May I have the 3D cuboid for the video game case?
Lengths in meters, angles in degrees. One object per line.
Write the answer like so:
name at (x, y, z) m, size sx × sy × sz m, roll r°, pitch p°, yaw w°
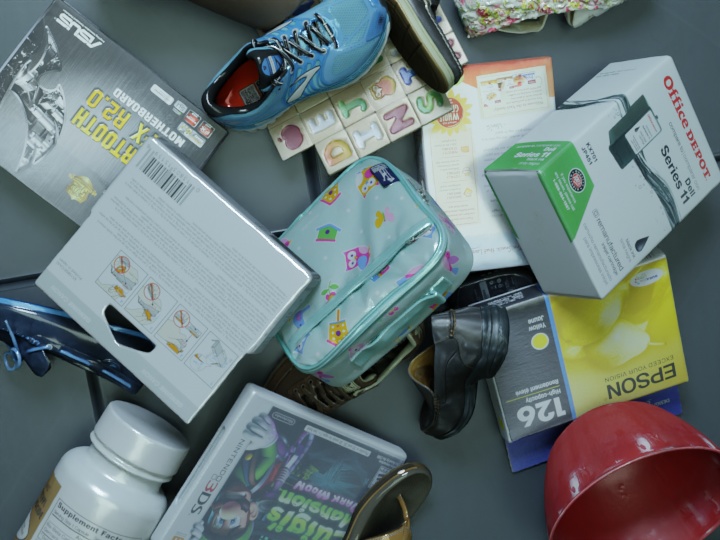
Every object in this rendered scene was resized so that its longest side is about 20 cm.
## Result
video game case at (-0.075, 0.221, 1.078) m, size 0.200 × 0.023 × 0.182 m, roll 28°, pitch 98°, yaw -33°

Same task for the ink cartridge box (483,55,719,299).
ink cartridge box at (0.233, -0.090, 1.040) m, size 0.200 × 0.083 × 0.147 m, roll -41°, pitch 113°, yaw -24°

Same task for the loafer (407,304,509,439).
loafer at (0.080, 0.096, 1.057) m, size 0.072 × 0.073 × 0.200 m, roll 8°, pitch 139°, yaw -9°

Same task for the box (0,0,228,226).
box at (-0.250, -0.132, 1.042) m, size 0.200 × 0.048 × 0.159 m, roll 39°, pitch 92°, yaw -10°

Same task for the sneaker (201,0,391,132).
sneaker at (-0.060, -0.186, 0.991) m, size 0.200 × 0.090 × 0.079 m, roll -33°, pitch 88°, yaw 19°

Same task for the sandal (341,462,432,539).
sandal at (0.012, 0.281, 1.103) m, size 0.200 × 0.055 × 0.082 m, roll -51°, pitch 142°, yaw -2°

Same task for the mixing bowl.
mixing bowl at (0.261, 0.202, 1.095) m, size 0.199 × 0.109 × 0.201 m, roll -10°, pitch 134°, yaw -11°

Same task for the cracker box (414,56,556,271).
cracker box at (0.124, -0.102, 1.084) m, size 0.133 × 0.058 × 0.201 m, roll -6°, pitch 97°, yaw -4°

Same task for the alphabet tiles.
alphabet tiles at (-0.008, -0.193, 1.048) m, size 0.200 × 0.006 × 0.167 m, roll -27°, pitch 82°, yaw 7°

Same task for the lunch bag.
lunch bag at (0.000, 0.000, 1.022) m, size 0.200 × 0.161 × 0.077 m, roll -44°, pitch 138°, yaw 11°

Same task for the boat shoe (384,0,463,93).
boat shoe at (0.043, -0.257, 1.003) m, size 0.065 × 0.073 × 0.200 m, roll -31°, pitch 86°, yaw -11°

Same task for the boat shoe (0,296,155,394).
boat shoe at (-0.296, 0.070, 1.045) m, size 0.199 × 0.084 × 0.069 m, roll 15°, pitch 84°, yaw -6°

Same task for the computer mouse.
computer mouse at (0.082, 0.039, 1.116) m, size 0.199 × 0.034 × 0.059 m, roll -15°, pitch 110°, yaw 1°

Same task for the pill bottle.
pill bottle at (-0.252, 0.232, 1.057) m, size 0.114 × 0.114 × 0.200 m, roll 30°, pitch 93°, yaw -9°

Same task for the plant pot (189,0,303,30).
plant pot at (-0.124, -0.309, 0.980) m, size 0.174 × 0.200 × 0.201 m, roll 33°, pitch 93°, yaw -28°

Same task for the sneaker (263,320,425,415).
sneaker at (-0.023, 0.097, 1.073) m, size 0.200 × 0.076 × 0.070 m, roll -40°, pitch 104°, yaw 10°

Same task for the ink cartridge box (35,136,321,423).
ink cartridge box at (-0.165, 0.008, 0.997) m, size 0.200 × 0.044 × 0.174 m, roll 41°, pitch 96°, yaw 8°

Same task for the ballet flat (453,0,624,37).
ballet flat at (0.187, -0.267, 1.074) m, size 0.199 × 0.076 × 0.064 m, roll -6°, pitch 129°, yaw -1°

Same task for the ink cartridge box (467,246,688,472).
ink cartridge box at (0.226, 0.097, 1.110) m, size 0.197 × 0.047 × 0.201 m, roll -19°, pitch 109°, yaw -4°
